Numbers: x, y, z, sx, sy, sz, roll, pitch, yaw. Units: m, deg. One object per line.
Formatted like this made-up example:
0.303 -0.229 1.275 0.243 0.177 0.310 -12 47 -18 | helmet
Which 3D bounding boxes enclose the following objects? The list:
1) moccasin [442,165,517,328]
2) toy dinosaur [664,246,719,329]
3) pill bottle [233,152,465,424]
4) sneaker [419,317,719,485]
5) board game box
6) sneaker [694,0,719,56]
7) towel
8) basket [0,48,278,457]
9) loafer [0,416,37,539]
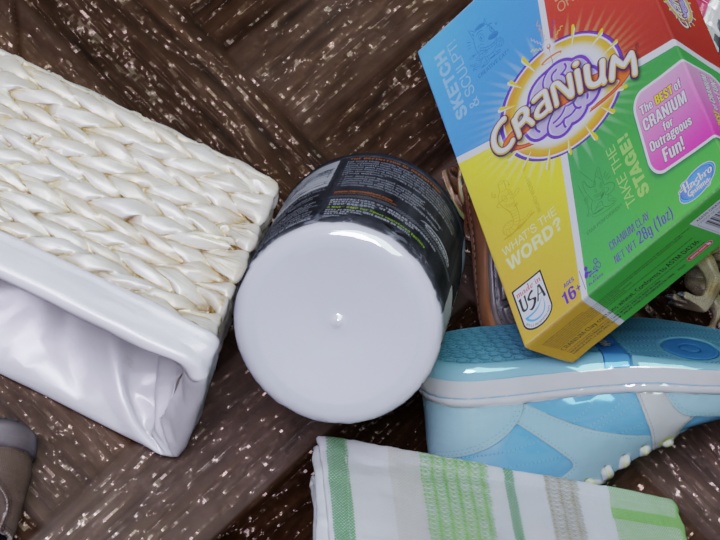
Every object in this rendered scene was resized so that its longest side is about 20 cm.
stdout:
0.081 -0.050 1.572 0.073 0.078 0.203 9 63 -30 | moccasin
0.195 -0.016 1.582 0.199 0.058 0.102 17 68 -2 | toy dinosaur
0.000 0.000 1.463 0.106 0.200 0.107 2 106 7 | pill bottle
0.126 0.097 1.508 0.199 0.080 0.131 0 107 -6 | sneaker
0.119 -0.078 1.456 0.040 0.153 0.201 17 43 -42 | board game box
0.186 -0.117 1.490 0.074 0.080 0.201 14 89 -33 | sneaker
0.071 0.147 1.401 0.199 0.031 0.149 11 28 -8 | towel
-0.152 -0.013 1.491 0.199 0.136 0.124 26 65 2 | basket
-0.265 0.117 1.457 0.199 0.073 0.071 -3 70 -9 | loafer
